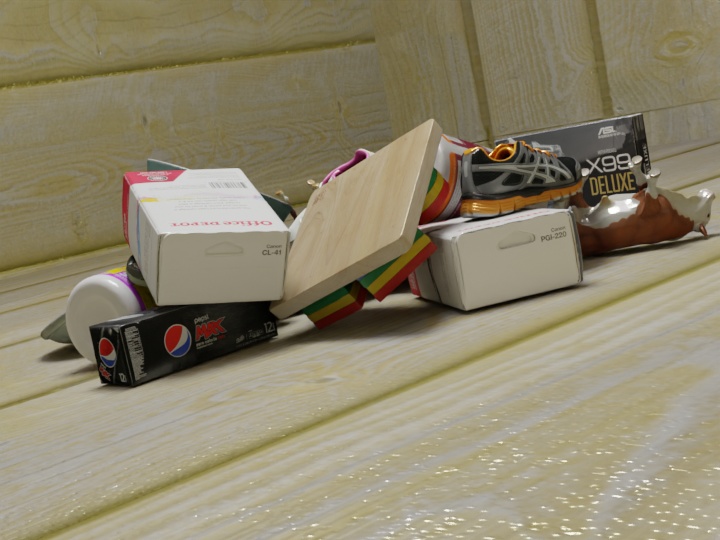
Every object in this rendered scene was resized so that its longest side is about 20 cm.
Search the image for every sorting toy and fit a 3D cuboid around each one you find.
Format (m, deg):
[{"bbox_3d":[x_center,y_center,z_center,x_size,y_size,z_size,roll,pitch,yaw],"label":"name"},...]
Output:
[{"bbox_3d":[0.012,-0.041,1.264,0.197,0.070,0.202,-28,30,36],"label":"sorting toy"}]

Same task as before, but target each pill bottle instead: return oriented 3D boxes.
[{"bbox_3d":[0.136,-0.101,1.446,0.198,0.117,0.113,12,-9,-38],"label":"pill bottle"},{"bbox_3d":[-0.256,0.041,1.382,0.103,0.106,0.199,-8,7,25],"label":"pill bottle"}]

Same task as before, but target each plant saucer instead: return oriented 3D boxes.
[{"bbox_3d":[-0.324,0.049,1.513,0.198,0.051,0.200,-34,0,0],"label":"plant saucer"}]

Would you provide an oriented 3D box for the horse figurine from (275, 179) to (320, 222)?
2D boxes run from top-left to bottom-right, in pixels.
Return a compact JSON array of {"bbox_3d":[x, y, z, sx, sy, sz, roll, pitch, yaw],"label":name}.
[{"bbox_3d":[-0.063,-0.063,1.647,0.198,0.133,0.050,-17,26,40],"label":"horse figurine"}]

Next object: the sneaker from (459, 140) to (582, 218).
[{"bbox_3d":[0.188,-0.113,1.320,0.198,0.079,0.077,-17,8,-44],"label":"sneaker"}]

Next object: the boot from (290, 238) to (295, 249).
[{"bbox_3d":[-0.059,-0.039,1.428,0.199,0.074,0.098,-39,-23,-29],"label":"boot"}]

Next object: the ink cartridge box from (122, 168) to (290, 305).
[{"bbox_3d":[-0.176,-0.042,1.273,0.145,0.087,0.200,-2,26,-21],"label":"ink cartridge box"}]

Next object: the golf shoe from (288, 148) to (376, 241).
[{"bbox_3d":[-0.042,-0.087,1.532,0.199,0.076,0.091,-42,-33,4],"label":"golf shoe"}]

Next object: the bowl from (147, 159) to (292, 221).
[{"bbox_3d":[-0.197,-0.064,1.489,0.197,0.107,0.201,19,-1,0],"label":"bowl"}]

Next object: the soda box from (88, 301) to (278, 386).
[{"bbox_3d":[-0.187,0.066,1.237,0.198,0.065,0.070,-17,9,-42],"label":"soda box"}]

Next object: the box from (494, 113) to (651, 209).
[{"bbox_3d":[0.284,-0.110,1.508,0.197,0.161,0.050,-6,8,34],"label":"box"}]

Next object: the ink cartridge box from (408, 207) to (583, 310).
[{"bbox_3d":[0.143,-0.018,1.291,0.143,0.086,0.200,-13,5,-13],"label":"ink cartridge box"}]

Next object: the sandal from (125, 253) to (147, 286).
[{"bbox_3d":[-0.179,0.008,1.347,0.198,0.058,0.080,-1,22,-26],"label":"sandal"}]

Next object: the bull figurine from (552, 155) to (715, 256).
[{"bbox_3d":[0.327,-0.072,1.388,0.197,0.122,0.066,-17,36,17],"label":"bull figurine"}]
